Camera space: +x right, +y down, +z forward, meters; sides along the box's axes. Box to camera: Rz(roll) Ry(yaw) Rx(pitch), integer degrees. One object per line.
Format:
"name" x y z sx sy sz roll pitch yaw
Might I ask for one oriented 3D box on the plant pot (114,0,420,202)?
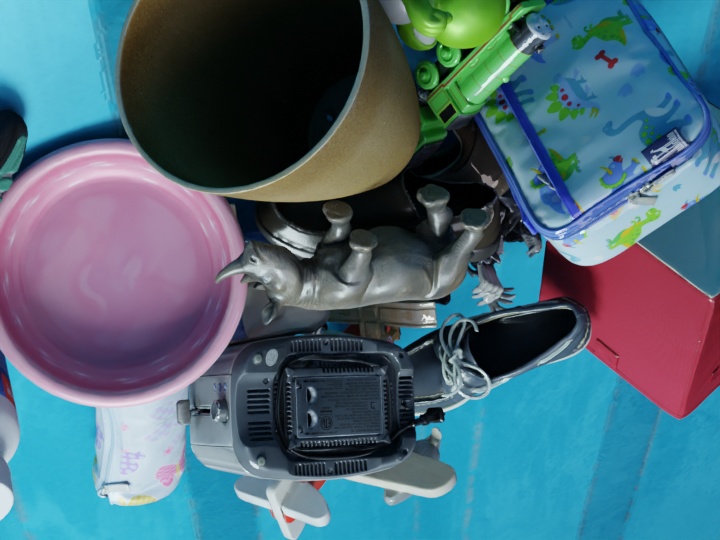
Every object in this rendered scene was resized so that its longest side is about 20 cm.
"plant pot" -0.039 -0.122 1.017 0.186 0.187 0.200 -33 158 15

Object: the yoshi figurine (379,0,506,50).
"yoshi figurine" 0.045 -0.217 0.980 0.112 0.112 0.200 -31 147 1

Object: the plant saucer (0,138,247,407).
"plant saucer" -0.185 0.001 1.101 0.200 0.201 0.051 -20 -177 -4

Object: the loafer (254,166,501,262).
"loafer" 0.018 -0.054 1.134 0.200 0.073 0.071 0 142 -13

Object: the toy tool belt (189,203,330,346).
"toy tool belt" -0.126 0.003 1.190 0.200 0.123 0.125 -9 175 -7

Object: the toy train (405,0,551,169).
"toy train" 0.073 -0.142 1.103 0.042 0.056 0.200 -19 163 -44

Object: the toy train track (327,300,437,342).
"toy train track" 0.000 0.000 1.210 0.115 0.033 0.200 3 113 22

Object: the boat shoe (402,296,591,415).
"boat shoe" 0.101 0.073 1.247 0.200 0.075 0.062 -16 167 12

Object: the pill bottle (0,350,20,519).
"pill bottle" -0.321 0.098 1.111 0.112 0.200 0.112 -15 145 -11

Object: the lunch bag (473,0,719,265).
"lunch bag" 0.173 -0.113 1.099 0.161 0.200 0.082 -33 143 17

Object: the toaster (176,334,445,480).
"toaster" -0.046 0.110 1.187 0.200 0.114 0.129 -1 176 -32

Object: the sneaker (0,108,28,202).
"sneaker" -0.322 -0.045 1.043 0.200 0.087 0.074 -54 174 8

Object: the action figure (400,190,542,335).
"action figure" 0.100 -0.006 1.287 0.200 0.102 0.119 -32 158 13

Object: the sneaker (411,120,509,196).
"sneaker" 0.034 -0.061 1.229 0.200 0.070 0.076 -34 117 21

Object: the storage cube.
"storage cube" 0.276 -0.017 1.264 0.171 0.200 0.180 -36 150 -23

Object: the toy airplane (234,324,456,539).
"toy airplane" -0.026 0.158 1.350 0.199 0.200 0.141 -29 149 8

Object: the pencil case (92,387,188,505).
"pencil case" -0.203 0.132 1.319 0.091 0.083 0.200 -29 150 -31

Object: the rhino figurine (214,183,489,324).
"rhino figurine" -0.008 -0.005 1.071 0.200 0.060 0.088 -9 139 -13
